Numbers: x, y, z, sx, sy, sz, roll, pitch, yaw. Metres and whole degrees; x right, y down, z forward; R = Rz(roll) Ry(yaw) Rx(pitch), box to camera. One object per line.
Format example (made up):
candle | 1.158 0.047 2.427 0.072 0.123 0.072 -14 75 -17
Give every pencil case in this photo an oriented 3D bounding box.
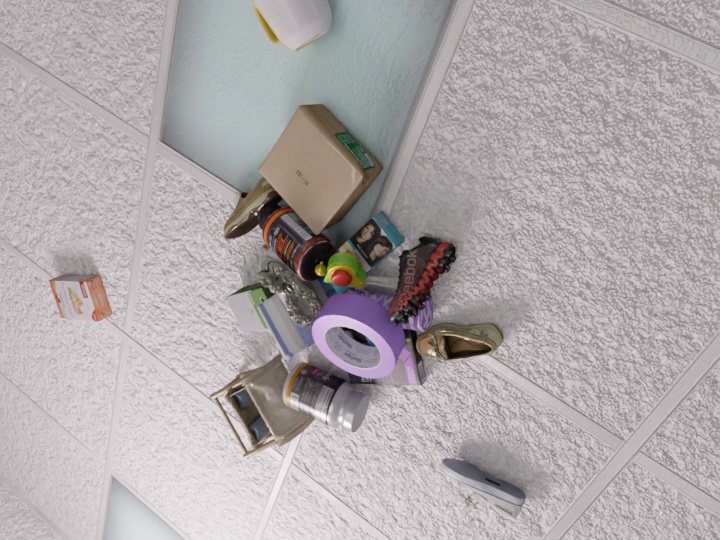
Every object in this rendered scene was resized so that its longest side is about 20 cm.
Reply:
pencil case | 0.062 0.084 1.232 0.196 0.084 0.088 4 91 27

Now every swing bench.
swing bench | -0.260 0.364 1.498 0.198 0.129 0.201 -27 95 34

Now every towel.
towel | -0.124 0.096 1.300 0.149 0.198 0.024 60 169 -6

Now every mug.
mug | -0.130 -0.516 1.084 0.148 0.187 0.155 -29 105 2

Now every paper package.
paper package | -0.087 -0.214 1.180 0.200 0.103 0.191 47 125 6

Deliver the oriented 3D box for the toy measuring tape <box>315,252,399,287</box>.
toy measuring tape | 0.000 0.000 1.175 0.195 0.074 0.075 5 114 7

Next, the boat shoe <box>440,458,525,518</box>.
boat shoe | 0.269 0.508 1.283 0.198 0.074 0.088 20 101 14

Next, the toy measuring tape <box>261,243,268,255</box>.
toy measuring tape | -0.172 0.025 1.343 0.073 0.073 0.204 -16 96 33

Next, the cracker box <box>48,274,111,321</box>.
cracker box | -0.898 0.087 1.796 0.196 0.058 0.137 0 110 29

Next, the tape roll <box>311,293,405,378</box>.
tape roll | -0.005 0.144 1.216 0.196 0.066 0.202 17 139 15

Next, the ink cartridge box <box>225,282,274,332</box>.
ink cartridge box | -0.248 0.088 1.389 0.198 0.059 0.105 -14 104 51

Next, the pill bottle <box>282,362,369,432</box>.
pill bottle | -0.085 0.315 1.386 0.197 0.116 0.119 19 118 21

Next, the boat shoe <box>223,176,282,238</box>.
boat shoe | -0.265 -0.153 1.338 0.199 0.071 0.077 -35 77 28

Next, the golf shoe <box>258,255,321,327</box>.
golf shoe | -0.155 0.039 1.246 0.078 0.097 0.201 -36 124 -3

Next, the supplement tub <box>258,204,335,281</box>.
supplement tub | -0.150 -0.070 1.253 0.199 0.106 0.109 40 127 36

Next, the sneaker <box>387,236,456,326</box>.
sneaker | 0.107 0.015 1.144 0.097 0.071 0.202 33 86 27

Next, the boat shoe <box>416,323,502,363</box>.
boat shoe | 0.199 0.154 1.188 0.197 0.063 0.075 -15 103 34

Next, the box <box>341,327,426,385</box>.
box | 0.047 0.196 1.310 0.197 0.036 0.146 -6 107 33

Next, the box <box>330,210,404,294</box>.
box | 0.000 -0.035 1.234 0.083 0.049 0.200 50 125 2
